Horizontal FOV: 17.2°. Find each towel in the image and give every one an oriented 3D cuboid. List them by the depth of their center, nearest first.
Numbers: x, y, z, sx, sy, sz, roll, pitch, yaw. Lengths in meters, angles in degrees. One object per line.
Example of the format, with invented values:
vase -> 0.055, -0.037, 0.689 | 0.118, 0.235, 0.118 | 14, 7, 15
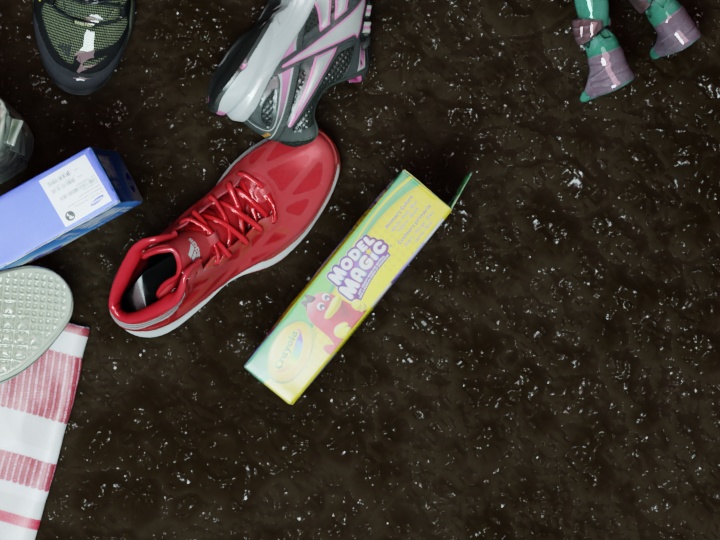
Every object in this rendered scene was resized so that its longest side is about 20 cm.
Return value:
towel -> -0.286, 0.119, 1.701 | 0.144, 0.023, 0.200 | 15, 91, -2

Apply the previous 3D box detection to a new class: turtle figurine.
turtle figurine -> 0.153, -0.228, 1.663 | 0.150, 0.101, 0.200 | -28, 97, 0

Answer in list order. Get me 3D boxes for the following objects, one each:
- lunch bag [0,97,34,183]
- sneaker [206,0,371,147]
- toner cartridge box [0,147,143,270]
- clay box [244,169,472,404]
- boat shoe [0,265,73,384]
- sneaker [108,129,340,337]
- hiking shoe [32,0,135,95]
lunch bag -> -0.324, -0.101, 1.624 | 0.200, 0.164, 0.118 | 14, 86, 0
sneaker -> -0.024, -0.173, 1.671 | 0.086, 0.080, 0.200 | 36, 82, -18
toner cartridge box -> -0.203, -0.042, 1.608 | 0.095, 0.200, 0.043 | -28, 92, 1
clay box -> 0.000, 0.000, 1.654 | 0.048, 0.115, 0.200 | 38, 90, -1
boat shoe -> -0.287, 0.065, 1.659 | 0.200, 0.062, 0.075 | -38, 91, -2
sneaker -> -0.093, -0.023, 1.652 | 0.078, 0.116, 0.200 | 45, 91, -1
hiking shoe -> -0.191, -0.223, 1.653 | 0.076, 0.101, 0.200 | 7, 91, 0
